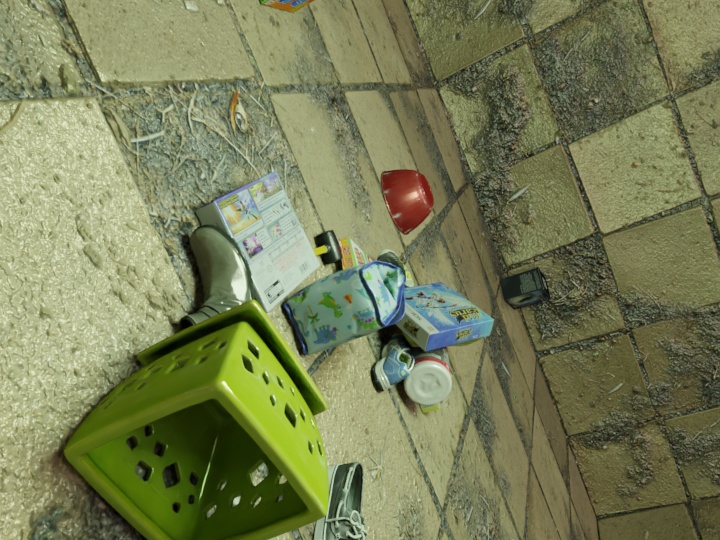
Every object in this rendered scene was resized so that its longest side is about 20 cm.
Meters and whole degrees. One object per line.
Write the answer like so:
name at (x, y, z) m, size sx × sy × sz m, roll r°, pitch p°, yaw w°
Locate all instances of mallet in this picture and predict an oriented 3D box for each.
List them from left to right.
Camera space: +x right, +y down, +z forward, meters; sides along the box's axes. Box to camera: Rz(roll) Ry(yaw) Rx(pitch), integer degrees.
mallet at (-0.096, -0.043, 1.167) m, size 0.199 × 0.040 × 0.067 m, roll -8°, pitch 80°, yaw -64°

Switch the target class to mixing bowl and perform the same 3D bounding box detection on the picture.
mixing bowl at (0.151, -0.219, 1.803) m, size 0.201 × 0.106 × 0.203 m, roll 50°, pitch 30°, yaw -43°

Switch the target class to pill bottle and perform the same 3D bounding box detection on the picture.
pill bottle at (0.155, 0.212, 1.435) m, size 0.112 × 0.109 × 0.201 m, roll 61°, pitch 15°, yaw -22°

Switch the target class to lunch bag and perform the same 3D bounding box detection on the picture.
lunch bag at (-0.016, 0.056, 1.091) m, size 0.130 × 0.167 × 0.200 m, roll 67°, pitch 20°, yaw -6°

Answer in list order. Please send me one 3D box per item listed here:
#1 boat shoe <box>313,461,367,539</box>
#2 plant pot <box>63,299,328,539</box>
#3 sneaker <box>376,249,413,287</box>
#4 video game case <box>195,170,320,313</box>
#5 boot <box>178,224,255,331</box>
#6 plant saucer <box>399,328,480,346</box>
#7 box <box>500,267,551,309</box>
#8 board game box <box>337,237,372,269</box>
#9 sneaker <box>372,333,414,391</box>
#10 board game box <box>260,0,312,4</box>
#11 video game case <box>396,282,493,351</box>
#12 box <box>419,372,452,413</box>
boat shoe at (-0.022, 0.392, 0.934) m, size 0.074 × 0.067 × 0.201 m, roll 55°, pitch 27°, yaw -32°
plant pot at (-0.152, 0.161, 0.659) m, size 0.201 × 0.197 × 0.183 m, roll 58°, pitch 19°, yaw -25°
sneaker at (0.082, 0.008, 1.514) m, size 0.201 × 0.074 × 0.078 m, roll 61°, pitch 14°, yaw -50°
video game case at (-0.158, -0.048, 0.986) m, size 0.184 × 0.045 × 0.200 m, roll 66°, pitch 27°, yaw -12°
boot at (-0.197, 0.044, 0.818) m, size 0.203 × 0.067 × 0.130 m, roll 66°, pitch 28°, yaw -8°
plant saucer at (0.162, 0.120, 1.437) m, size 0.201 × 0.195 × 0.049 m, roll -122°, pitch -141°, yaw -57°
box at (0.821, 0.094, 3.018) m, size 0.199 × 0.195 × 0.126 m, roll 31°, pitch 46°, yaw -57°
board game box at (0.000, 0.000, 1.339) m, size 0.200 × 0.029 × 0.098 m, roll 37°, pitch 39°, yaw -63°
sneaker at (0.086, 0.197, 1.343) m, size 0.077 × 0.076 × 0.200 m, roll 62°, pitch 20°, yaw -14°
board game box at (-0.149, -0.747, 1.396) m, size 0.203 × 0.197 × 0.200 m, roll 67°, pitch 22°, yaw -9°
video game case at (0.167, 0.096, 1.362) m, size 0.197 × 0.046 × 0.181 m, roll -7°, pitch 33°, yaw -35°
box at (0.188, 0.281, 1.553) m, size 0.077 × 0.049 × 0.200 m, roll 67°, pitch 21°, yaw -9°
